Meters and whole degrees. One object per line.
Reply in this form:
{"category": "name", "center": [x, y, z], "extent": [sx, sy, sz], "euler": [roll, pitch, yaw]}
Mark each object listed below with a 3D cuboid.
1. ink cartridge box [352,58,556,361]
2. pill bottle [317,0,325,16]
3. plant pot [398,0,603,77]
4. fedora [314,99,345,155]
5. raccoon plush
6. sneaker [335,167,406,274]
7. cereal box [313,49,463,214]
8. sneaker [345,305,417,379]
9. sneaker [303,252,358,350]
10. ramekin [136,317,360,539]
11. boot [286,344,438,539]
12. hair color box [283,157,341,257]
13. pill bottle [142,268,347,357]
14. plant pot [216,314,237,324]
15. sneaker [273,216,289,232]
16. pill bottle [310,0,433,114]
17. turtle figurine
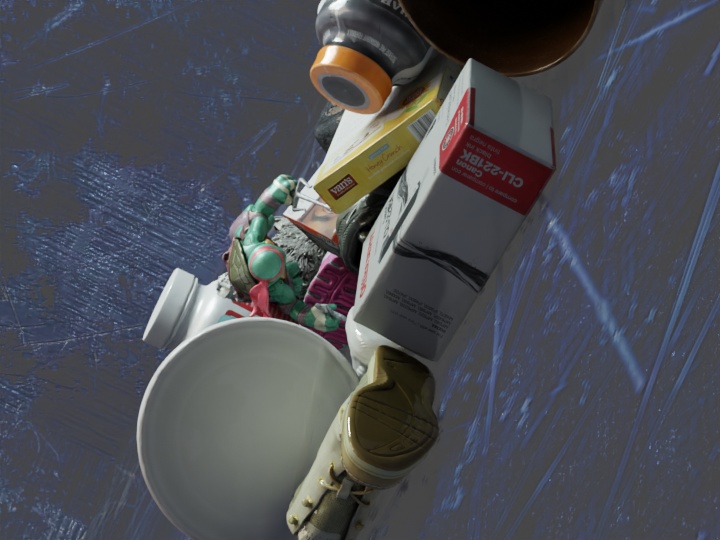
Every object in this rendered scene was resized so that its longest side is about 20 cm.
{"category": "ink cartridge box", "center": [0.075, -0.049, 1.542], "extent": [0.201, 0.083, 0.145], "euler": [-61, 10, 26]}
{"category": "pill bottle", "center": [0.061, -0.275, 1.807], "extent": [0.200, 0.112, 0.113], "euler": [-41, 15, 17]}
{"category": "plant pot", "center": [0.148, -0.292, 1.596], "extent": [0.200, 0.186, 0.187], "euler": [-50, -4, -47]}
{"category": "fedora", "center": [0.016, -0.161, 2.045], "extent": [0.200, 0.091, 0.201], "euler": [-42, 24, 23]}
{"category": "raccoon plush", "center": [-0.061, -0.028, 1.955], "extent": [0.135, 0.096, 0.200], "euler": [-70, -14, 9]}
{"category": "sneaker", "center": [0.055, -0.064, 1.684], "extent": [0.199, 0.076, 0.114], "euler": [-41, 22, 19]}
{"category": "cereal box", "center": [0.037, -0.144, 1.697], "extent": [0.144, 0.040, 0.200], "euler": [-35, 17, 27]}
{"category": "sneaker", "center": [0.019, 0.071, 1.638], "extent": [0.200, 0.075, 0.089], "euler": [-71, -4, -79]}
{"category": "sneaker", "center": [0.000, 0.000, 1.921], "extent": [0.201, 0.081, 0.088], "euler": [-58, 5, -17]}
{"category": "ramekin", "center": [-0.094, 0.139, 1.607], "extent": [0.204, 0.201, 0.094], "euler": [-65, 12, -6]}
{"category": "boot", "center": [-0.004, 0.159, 1.462], "extent": [0.155, 0.072, 0.200], "euler": [-61, 4, 19]}
{"category": "hair color box", "center": [0.026, -0.104, 1.839], "extent": [0.201, 0.064, 0.111], "euler": [-54, 31, -6]}
{"category": "pill bottle", "center": [-0.124, 0.079, 1.998], "extent": [0.113, 0.199, 0.112], "euler": [-61, 8, 15]}
{"category": "plant pot", "center": [-0.073, 0.133, 1.768], "extent": [0.142, 0.141, 0.200], "euler": [-66, 17, -10]}
{"category": "sneaker", "center": [-0.073, 0.030, 2.123], "extent": [0.075, 0.081, 0.202], "euler": [94, -179, -68]}
{"category": "pill bottle", "center": [0.028, -0.236, 1.662], "extent": [0.201, 0.106, 0.106], "euler": [-64, 8, -21]}
{"category": "turtle figurine", "center": [-0.079, -0.012, 1.777], "extent": [0.200, 0.100, 0.151], "euler": [-168, 68, -80]}
